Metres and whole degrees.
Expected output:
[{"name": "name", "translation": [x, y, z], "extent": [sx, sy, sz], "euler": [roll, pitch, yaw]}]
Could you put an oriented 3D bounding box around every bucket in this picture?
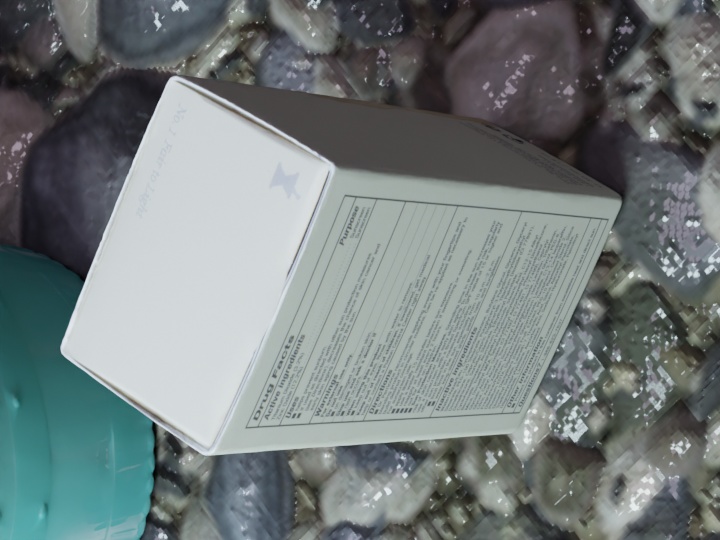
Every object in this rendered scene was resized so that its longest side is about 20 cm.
[{"name": "bucket", "translation": [-0.191, 0.075, 1.013], "extent": [0.206, 0.135, 0.209], "euler": [-2, 86, 32]}]

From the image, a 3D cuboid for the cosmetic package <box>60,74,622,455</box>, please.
[{"name": "cosmetic package", "translation": [0.000, 0.000, 0.859], "extent": [0.073, 0.200, 0.104], "euler": [31, 104, 29]}]
